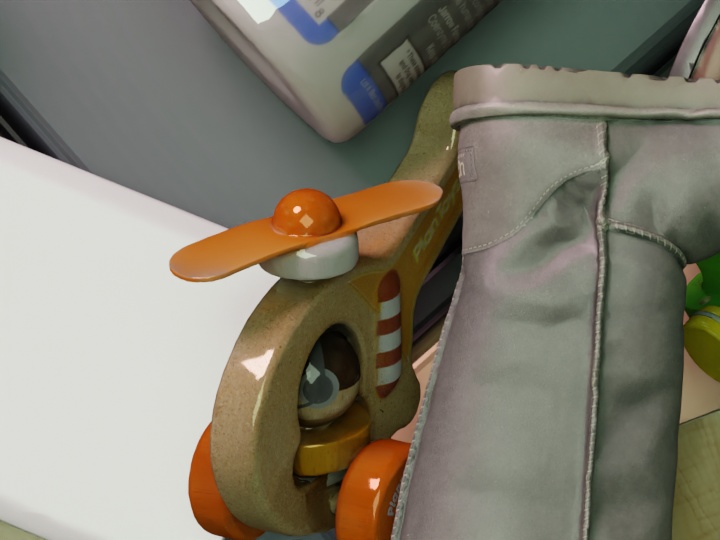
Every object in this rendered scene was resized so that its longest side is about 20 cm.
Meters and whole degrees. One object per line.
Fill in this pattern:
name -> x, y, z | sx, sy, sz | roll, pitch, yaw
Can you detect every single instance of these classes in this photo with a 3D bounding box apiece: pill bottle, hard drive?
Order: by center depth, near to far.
pill bottle -> 0.027, -0.152, 0.991 | 0.200, 0.114, 0.114 | -43, 85, -3
hard drive -> -0.126, 0.024, 1.022 | 0.200, 0.026, 0.132 | 22, 86, 3

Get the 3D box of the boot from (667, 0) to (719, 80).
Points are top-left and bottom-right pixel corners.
boot -> 0.224, -0.059, 0.993 | 0.200, 0.068, 0.188 | 36, 74, 13

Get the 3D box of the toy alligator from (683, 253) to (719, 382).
toy alligator -> 0.174, 0.050, 1.000 | 0.059, 0.054, 0.200 | -43, 94, -21

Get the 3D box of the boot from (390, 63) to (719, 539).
boot -> 0.101, 0.036, 0.926 | 0.182, 0.073, 0.200 | 2, 82, 1

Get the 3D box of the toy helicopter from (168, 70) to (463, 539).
toy helicopter -> 0.000, 0.000, 0.967 | 0.079, 0.132, 0.200 | 10, 54, 30

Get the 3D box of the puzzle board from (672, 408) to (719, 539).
puzzle board -> 0.173, 0.137, 0.950 | 0.151, 0.017, 0.200 | -21, 85, 13
